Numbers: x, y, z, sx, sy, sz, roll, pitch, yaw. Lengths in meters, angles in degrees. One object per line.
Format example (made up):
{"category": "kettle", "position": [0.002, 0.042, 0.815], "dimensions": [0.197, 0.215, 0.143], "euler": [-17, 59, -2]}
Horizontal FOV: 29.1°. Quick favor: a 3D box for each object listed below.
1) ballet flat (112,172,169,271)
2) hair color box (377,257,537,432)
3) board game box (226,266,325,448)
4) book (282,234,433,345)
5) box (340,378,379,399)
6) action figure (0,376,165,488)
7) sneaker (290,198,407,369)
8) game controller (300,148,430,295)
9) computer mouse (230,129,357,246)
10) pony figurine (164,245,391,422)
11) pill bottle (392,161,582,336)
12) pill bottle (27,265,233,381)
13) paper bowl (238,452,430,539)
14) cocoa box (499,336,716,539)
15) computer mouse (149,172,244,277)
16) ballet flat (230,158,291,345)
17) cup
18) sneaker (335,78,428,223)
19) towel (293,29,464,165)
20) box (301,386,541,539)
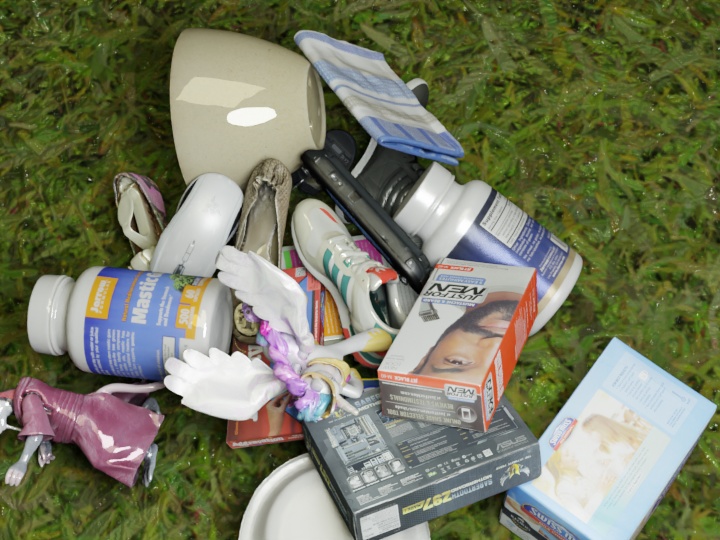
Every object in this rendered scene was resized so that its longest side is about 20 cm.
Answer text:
{"category": "ballet flat", "position": [-0.240, -0.028, 1.579], "dimensions": [0.069, 0.071, 0.202], "euler": [-36, 63, 21]}
{"category": "hair color box", "position": [0.103, 0.070, 1.409], "dimensions": [0.109, 0.065, 0.201], "euler": [6, 38, 21]}
{"category": "board game box", "position": [-0.089, 0.089, 1.492], "dimensions": [0.102, 0.019, 0.202], "euler": [-10, 57, 16]}
{"category": "book", "position": [-0.005, 0.023, 1.572], "dimensions": [0.197, 0.048, 0.135], "euler": [-8, 62, -5]}
{"category": "box", "position": [0.043, 0.156, 1.489], "dimensions": [0.197, 0.070, 0.065], "euler": [-1, 62, 0]}
{"category": "action figure", "position": [-0.301, 0.150, 1.439], "dimensions": [0.198, 0.134, 0.151], "euler": [21, 93, -16]}
{"category": "sneaker", "position": [0.000, 0.001, 1.484], "dimensions": [0.070, 0.093, 0.202], "euler": [-19, 78, -39]}
{"category": "game controller", "position": [0.007, -0.051, 1.528], "dimensions": [0.042, 0.104, 0.200], "euler": [-39, 75, -10]}
{"category": "computer mouse", "position": [-0.080, -0.092, 1.641], "dimensions": [0.200, 0.034, 0.059], "euler": [-43, 87, -13]}
{"category": "pony figurine", "position": [-0.071, 0.075, 1.362], "dimensions": [0.191, 0.200, 0.168], "euler": [26, 106, 6]}
{"category": "pill bottle", "position": [0.136, -0.028, 1.529], "dimensions": [0.199, 0.111, 0.112], "euler": [37, 67, -4]}
{"category": "pill bottle", "position": [-0.240, 0.055, 1.449], "dimensions": [0.197, 0.112, 0.113], "euler": [6, 63, 8]}
{"category": "paper bowl", "position": [-0.026, 0.281, 1.410], "dimensions": [0.197, 0.105, 0.203], "euler": [1, 63, -1]}
{"category": "cocoa box", "position": [0.253, 0.199, 1.434], "dimensions": [0.133, 0.132, 0.200], "euler": [34, 68, 16]}
{"category": "computer mouse", "position": [-0.194, -0.012, 1.512], "dimensions": [0.109, 0.044, 0.202], "euler": [26, 101, -4]}
{"category": "ballet flat", "position": [-0.108, -0.022, 1.491], "dimensions": [0.066, 0.046, 0.203], "euler": [9, 85, 6]}
{"category": "cup", "position": [-0.118, -0.180, 1.572], "dimensions": [0.141, 0.201, 0.203], "euler": [-5, 63, 11]}
{"category": "sneaker", "position": [0.058, -0.129, 1.623], "dimensions": [0.098, 0.071, 0.202], "euler": [19, 71, 27]}
{"category": "towel", "position": [0.020, -0.196, 1.553], "dimensions": [0.146, 0.024, 0.201], "euler": [9, 36, -46]}
{"category": "box", "position": [0.058, 0.173, 1.373], "dimensions": [0.198, 0.052, 0.158], "euler": [-18, 37, -14]}
